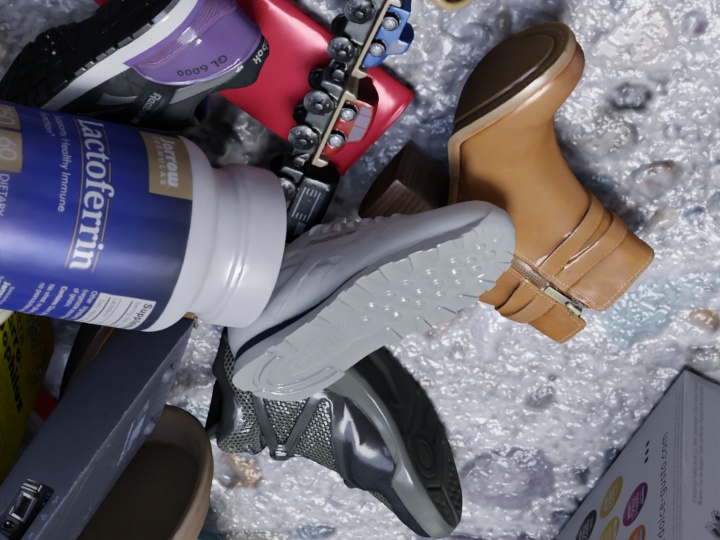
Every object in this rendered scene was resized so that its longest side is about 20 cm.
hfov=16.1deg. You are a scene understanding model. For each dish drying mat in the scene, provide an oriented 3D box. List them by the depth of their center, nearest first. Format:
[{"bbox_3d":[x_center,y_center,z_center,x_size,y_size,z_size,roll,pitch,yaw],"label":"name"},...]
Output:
[{"bbox_3d":[-0.068,-0.136,1.488,0.200,0.018,0.077,35,124,-15],"label":"dish drying mat"}]

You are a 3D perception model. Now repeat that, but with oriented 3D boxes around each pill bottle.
[{"bbox_3d":[-0.150,-0.028,1.443,0.200,0.116,0.116,10,130,-24],"label":"pill bottle"}]

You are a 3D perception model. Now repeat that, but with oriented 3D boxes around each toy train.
[{"bbox_3d":[-0.013,-0.092,1.477,0.046,0.034,0.200,19,127,-8],"label":"toy train"}]

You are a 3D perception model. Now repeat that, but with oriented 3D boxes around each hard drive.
[{"bbox_3d":[-0.172,0.120,1.512,0.042,0.200,0.135,31,145,5],"label":"hard drive"}]

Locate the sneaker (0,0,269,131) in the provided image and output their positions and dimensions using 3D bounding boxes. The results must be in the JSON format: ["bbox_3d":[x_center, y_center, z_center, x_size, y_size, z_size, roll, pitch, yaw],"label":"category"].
[{"bbox_3d":[-0.137,-0.102,1.477,0.200,0.076,0.088,-23,129,41],"label":"sneaker"}]

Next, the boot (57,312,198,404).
[{"bbox_3d":[-0.126,0.024,1.585,0.075,0.074,0.200,24,124,-19],"label":"boot"}]

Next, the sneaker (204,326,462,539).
[{"bbox_3d":[-0.022,0.100,1.618,0.114,0.076,0.199,-29,114,28],"label":"sneaker"}]

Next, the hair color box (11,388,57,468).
[{"bbox_3d":[-0.297,0.148,1.675,0.200,0.111,0.064,-33,115,28],"label":"hair color box"}]

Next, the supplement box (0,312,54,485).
[{"bbox_3d":[-0.268,0.066,1.554,0.109,0.200,0.110,1,127,10],"label":"supplement box"}]

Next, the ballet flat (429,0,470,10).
[{"bbox_3d":[0.073,-0.225,1.366,0.069,0.063,0.200,-6,137,-29],"label":"ballet flat"}]

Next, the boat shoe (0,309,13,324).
[{"bbox_3d":[-0.295,-0.002,1.499,0.200,0.073,0.063,5,134,19],"label":"boat shoe"}]

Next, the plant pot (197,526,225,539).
[{"bbox_3d":[-0.153,0.226,1.679,0.200,0.200,0.135,21,90,-6],"label":"plant pot"}]

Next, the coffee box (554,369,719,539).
[{"bbox_3d":[0.235,0.227,1.587,0.200,0.200,0.198,26,127,-10],"label":"coffee box"}]

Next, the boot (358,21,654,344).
[{"bbox_3d":[0.110,-0.044,1.485,0.155,0.077,0.200,34,127,-13],"label":"boot"}]

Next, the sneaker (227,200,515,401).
[{"bbox_3d":[0.000,0.000,1.487,0.200,0.081,0.076,-27,139,25],"label":"sneaker"}]

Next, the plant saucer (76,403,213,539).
[{"bbox_3d":[-0.172,0.166,1.594,0.200,0.200,0.029,-22,123,23],"label":"plant saucer"}]
